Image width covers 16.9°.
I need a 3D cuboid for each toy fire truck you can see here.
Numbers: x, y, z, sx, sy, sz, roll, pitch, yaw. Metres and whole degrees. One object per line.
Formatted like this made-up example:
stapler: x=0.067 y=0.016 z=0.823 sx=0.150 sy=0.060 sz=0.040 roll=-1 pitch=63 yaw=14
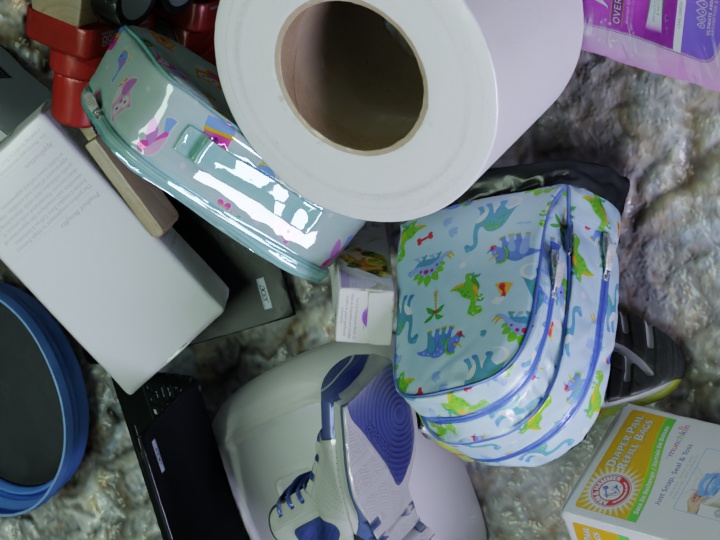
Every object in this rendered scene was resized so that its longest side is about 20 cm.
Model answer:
toy fire truck: x=-0.156 y=-0.146 z=1.760 sx=0.128 sy=0.176 sz=0.201 roll=24 pitch=119 yaw=28

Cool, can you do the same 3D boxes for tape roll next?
tape roll: x=0.025 y=-0.150 z=1.545 sx=0.202 sy=0.139 sz=0.204 roll=14 pitch=122 yaw=23

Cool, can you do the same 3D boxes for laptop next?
laptop: x=-0.149 y=0.177 z=1.806 sx=0.200 sy=0.103 sz=0.178 roll=3 pitch=113 yaw=55
laptop: x=-0.160 y=-0.029 z=1.888 sx=0.200 sy=0.103 sz=0.178 roll=-10 pitch=96 yaw=63

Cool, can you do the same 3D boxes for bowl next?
bowl: x=-0.023 y=0.161 z=1.811 sx=0.199 sy=0.074 sz=0.201 roll=-25 pitch=87 yaw=39
bowl: x=-0.303 y=0.103 z=2.008 sx=0.200 sy=0.039 sz=0.202 roll=14 pitch=113 yaw=36

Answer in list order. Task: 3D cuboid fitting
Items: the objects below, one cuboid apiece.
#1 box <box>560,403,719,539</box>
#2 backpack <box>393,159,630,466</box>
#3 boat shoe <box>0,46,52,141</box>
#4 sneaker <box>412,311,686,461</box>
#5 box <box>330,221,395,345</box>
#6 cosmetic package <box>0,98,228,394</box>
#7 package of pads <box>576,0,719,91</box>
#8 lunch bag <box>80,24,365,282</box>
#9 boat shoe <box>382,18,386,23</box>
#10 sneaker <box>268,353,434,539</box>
box: x=0.247 y=0.177 z=1.579 sx=0.199 sy=0.102 sz=0.113 roll=13 pitch=142 yaw=32
backpack: x=0.094 y=0.031 z=1.604 sx=0.162 sy=0.154 sz=0.201 roll=-8 pitch=76 yaw=29
boat shoe: x=-0.288 y=-0.118 z=1.895 sx=0.199 sy=0.073 sz=0.068 roll=41 pitch=127 yaw=46
sneaker: x=0.135 y=0.087 z=1.686 sx=0.199 sy=0.090 sz=0.079 roll=-12 pitch=51 yaw=22
box: x=0.000 y=0.000 z=1.682 sx=0.038 sy=0.200 sz=0.042 roll=5 pitch=107 yaw=-4
cosmetic package: x=-0.199 y=-0.018 z=1.784 sx=0.102 sy=0.074 sz=0.200 roll=-40 pitch=100 yaw=9
package of pads: x=0.210 y=-0.186 z=1.544 sx=0.199 sy=0.076 sz=0.121 roll=21 pitch=120 yaw=30
lunch bag: x=-0.095 y=-0.078 z=1.632 sx=0.077 sy=0.200 sz=0.161 roll=-53 pitch=27 yaw=11
boat shoe: x=0.015 y=-0.262 z=1.670 sx=0.072 sy=0.072 sz=0.201 roll=39 pitch=112 yaw=64
sneaker: x=-0.018 y=0.155 z=1.694 sx=0.115 sy=0.080 sz=0.200 roll=10 pitch=124 yaw=37
